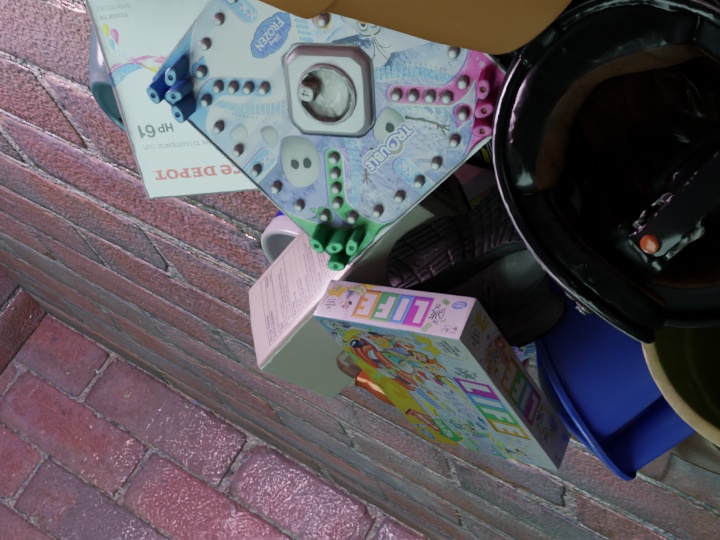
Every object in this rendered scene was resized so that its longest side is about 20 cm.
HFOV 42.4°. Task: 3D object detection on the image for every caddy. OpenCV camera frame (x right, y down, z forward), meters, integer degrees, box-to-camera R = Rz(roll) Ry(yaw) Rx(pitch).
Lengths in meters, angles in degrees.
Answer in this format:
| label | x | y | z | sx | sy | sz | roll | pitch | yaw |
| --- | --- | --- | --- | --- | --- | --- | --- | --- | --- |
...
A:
| label | x | y | z | sx | sy | sz | roll | pitch | yaw |
| --- | --- | --- | --- | --- | --- | --- | --- | --- | --- |
| caddy | 0.197 | 0.079 | 0.785 | 0.141 | 0.104 | 0.201 | 42 | -158 | -35 |

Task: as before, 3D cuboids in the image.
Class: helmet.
| label | x | y | z | sx | sy | sz | roll | pitch | yaw |
| --- | --- | --- | --- | --- | --- | --- | --- | --- | --- |
| helmet | 0.171 | -0.063 | 0.512 | 0.198 | 0.203 | 0.190 | 25 | -164 | 23 |

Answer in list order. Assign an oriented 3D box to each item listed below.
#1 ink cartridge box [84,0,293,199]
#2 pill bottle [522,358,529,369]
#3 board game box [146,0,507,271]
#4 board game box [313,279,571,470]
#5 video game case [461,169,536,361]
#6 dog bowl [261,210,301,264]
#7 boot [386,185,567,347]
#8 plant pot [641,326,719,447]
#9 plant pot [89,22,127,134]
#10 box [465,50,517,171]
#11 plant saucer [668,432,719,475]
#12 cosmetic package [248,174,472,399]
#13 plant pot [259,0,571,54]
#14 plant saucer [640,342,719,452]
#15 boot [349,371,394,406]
| label | x | y | z | sx | sy | sz | roll | pitch | yaw |
| --- | --- | --- | --- | --- | --- | --- | --- | --- | --- |
| ink cartridge box | -0.111 | -0.163 | 0.701 | 0.142 | 0.085 | 0.202 | -3 | 121 | 16 |
| pill bottle | 0.098 | 0.047 | 0.989 | 0.112 | 0.114 | 0.201 | 15 | 153 | 42 |
| board game box | -0.023 | -0.119 | 0.629 | 0.200 | 0.026 | 0.200 | 43 | 124 | -10 |
| board game box | 0.068 | 0.083 | 0.723 | 0.133 | 0.035 | 0.200 | 6 | 148 | 39 |
| video game case | 0.106 | 0.019 | 0.875 | 0.181 | 0.024 | 0.200 | -32 | 121 | 20 |
| dog bowl | -0.014 | -0.012 | 1.083 | 0.198 | 0.079 | 0.201 | 30 | 160 | 12 |
| boot | 0.129 | -0.004 | 0.695 | 0.198 | 0.071 | 0.132 | -19 | 138 | 27 |
| plant pot | 0.311 | 0.053 | 0.609 | 0.198 | 0.202 | 0.189 | 15 | 167 | 41 |
| plant pot | -0.166 | -0.186 | 0.839 | 0.198 | 0.136 | 0.201 | 29 | 160 | 12 |
| box | 0.083 | -0.149 | 0.662 | 0.158 | 0.050 | 0.201 | 24 | 158 | 34 |
| plant saucer | 0.347 | 0.163 | 0.840 | 0.197 | 0.037 | 0.200 | 15 | -177 | -1 |
| cosmetic package | 0.000 | 0.000 | 0.775 | 0.087 | 0.200 | 0.104 | 28 | -150 | -32 |
| plant pot | 0.039 | -0.197 | 0.440 | 0.139 | 0.203 | 0.199 | 23 | 165 | -21 |
| plant saucer | 0.247 | 0.050 | 0.736 | 0.201 | 0.034 | 0.201 | 49 | -161 | -23 |
| boot | 0.043 | 0.103 | 1.141 | 0.106 | 0.076 | 0.200 | 13 | -164 | 9 |
